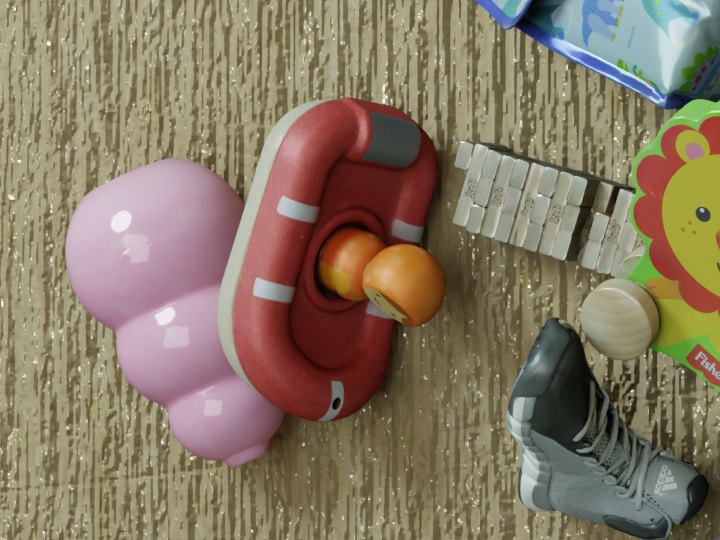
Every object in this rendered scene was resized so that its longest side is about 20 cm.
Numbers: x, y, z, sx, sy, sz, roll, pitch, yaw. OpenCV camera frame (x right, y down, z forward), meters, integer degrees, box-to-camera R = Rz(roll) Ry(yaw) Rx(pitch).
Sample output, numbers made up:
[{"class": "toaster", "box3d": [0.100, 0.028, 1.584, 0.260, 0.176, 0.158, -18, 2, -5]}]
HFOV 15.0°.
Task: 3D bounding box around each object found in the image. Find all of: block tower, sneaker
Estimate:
[{"class": "block tower", "box3d": [0.152, -0.027, 1.677, 0.199, 0.054, 0.058, 20, 98, 26]}, {"class": "sneaker", "box3d": [0.153, 0.100, 1.616, 0.115, 0.200, 0.075, 22, 69, 16]}]

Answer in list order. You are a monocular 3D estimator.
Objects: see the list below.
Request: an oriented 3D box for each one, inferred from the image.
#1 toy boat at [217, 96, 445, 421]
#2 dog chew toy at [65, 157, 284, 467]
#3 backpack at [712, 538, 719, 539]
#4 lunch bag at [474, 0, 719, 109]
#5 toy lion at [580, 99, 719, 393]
[{"class": "toy boat", "box3d": [0.000, 0.000, 1.701, 0.130, 0.130, 0.201, 25, 102, 44]}, {"class": "dog chew toy", "box3d": [-0.110, 0.031, 1.778, 0.124, 0.124, 0.201, -25, 87, 24]}, {"class": "backpack", "box3d": [0.202, 0.257, 1.585, 0.183, 0.147, 0.200, 50, 130, 17]}, {"class": "lunch bag", "box3d": [0.165, -0.206, 1.640, 0.200, 0.127, 0.171, 33, 107, 36]}, {"class": "toy lion", "box3d": [0.229, 0.006, 1.547, 0.200, 0.069, 0.192, 43, 131, 8]}]
